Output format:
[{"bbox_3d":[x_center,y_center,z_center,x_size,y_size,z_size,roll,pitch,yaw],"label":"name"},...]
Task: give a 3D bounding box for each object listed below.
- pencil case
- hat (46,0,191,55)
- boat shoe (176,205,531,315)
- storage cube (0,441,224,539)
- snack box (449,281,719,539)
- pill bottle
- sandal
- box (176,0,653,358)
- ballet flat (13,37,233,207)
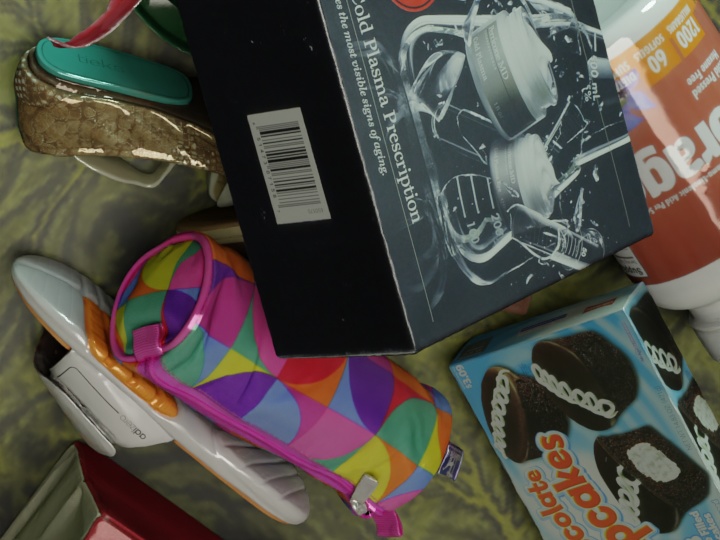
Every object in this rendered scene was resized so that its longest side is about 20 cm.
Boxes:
[{"bbox_3d":[-0.037,0.059,1.384,0.200,0.088,0.089,35,91,-32],"label":"pencil case"},{"bbox_3d":[-0.044,-0.169,1.320,0.165,0.176,0.201,28,93,-15],"label":"hat"},{"bbox_3d":[0.000,0.000,1.417,0.198,0.072,0.073,0,98,-18],"label":"boat shoe"},{"bbox_3d":[-0.119,0.220,1.376,0.179,0.171,0.201,36,91,-14],"label":"storage cube"},{"bbox_3d":[0.145,0.113,1.451,0.116,0.037,0.201,-20,107,33],"label":"snack box"},{"bbox_3d":[0.172,-0.054,1.422,0.112,0.112,0.201,-36,105,-4],"label":"pill bottle"},{"bbox_3d":[-0.116,0.078,1.398,0.207,0.079,0.059,43,104,-12],"label":"sandal"},{"bbox_3d":[0.028,-0.081,1.299,0.182,0.104,0.201,-25,104,-41],"label":"box"},{"bbox_3d":[-0.087,-0.071,1.397,0.199,0.071,0.066,14,123,-11],"label":"ballet flat"}]
